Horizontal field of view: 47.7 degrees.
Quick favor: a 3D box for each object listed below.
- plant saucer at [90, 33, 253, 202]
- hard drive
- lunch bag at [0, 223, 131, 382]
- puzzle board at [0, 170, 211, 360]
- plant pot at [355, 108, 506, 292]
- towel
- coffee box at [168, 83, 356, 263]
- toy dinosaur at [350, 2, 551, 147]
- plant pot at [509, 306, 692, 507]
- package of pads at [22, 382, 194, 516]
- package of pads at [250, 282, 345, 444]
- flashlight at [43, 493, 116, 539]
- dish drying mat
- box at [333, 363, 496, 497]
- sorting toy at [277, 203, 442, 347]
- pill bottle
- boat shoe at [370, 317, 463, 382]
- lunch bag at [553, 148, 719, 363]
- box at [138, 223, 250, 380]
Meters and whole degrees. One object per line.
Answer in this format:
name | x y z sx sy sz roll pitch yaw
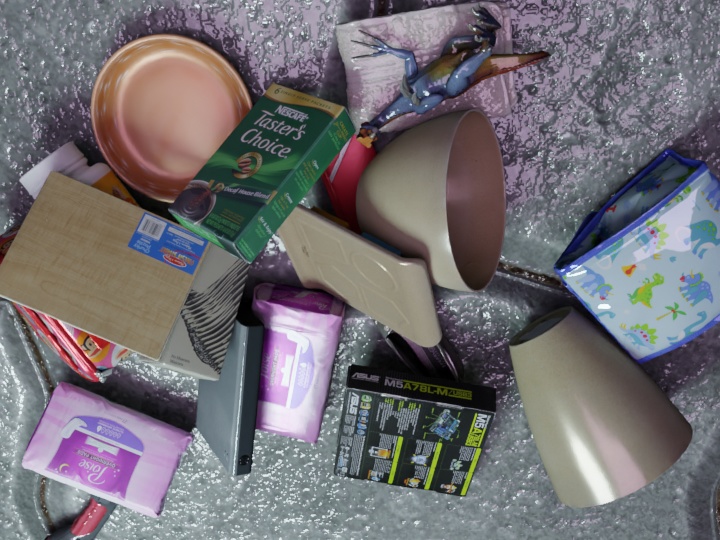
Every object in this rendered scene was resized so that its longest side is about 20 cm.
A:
plant saucer | -0.222 -0.182 0.979 0.198 0.038 0.202 1 113 4
hard drive | -0.169 0.138 1.044 0.033 0.139 0.202 -3 109 -31
lunch bag | -0.364 0.040 0.994 0.082 0.176 0.201 -41 119 -23
puzzle board | -0.287 -0.006 0.912 0.198 0.017 0.152 23 73 -4
plant pot | 0.074 -0.078 0.931 0.133 0.200 0.202 1 114 28
towel | 0.078 -0.230 0.931 0.198 0.035 0.134 -9 110 2
coffee box | -0.109 -0.114 0.907 0.201 0.122 0.044 -52 143 -15
toy dinosaur | 0.082 -0.192 0.887 0.199 0.106 0.182 23 130 -23
plant pot | 0.276 0.153 1.013 0.186 0.187 0.201 -31 93 15
package of pads | -0.339 0.244 1.106 0.198 0.076 0.121 23 75 -6
package of pads | -0.095 0.122 1.069 0.119 0.076 0.202 11 112 0
flashlight | -0.404 0.364 1.193 0.068 0.068 0.201 33 112 -7
dish drying mat | 0.005 -0.081 1.012 0.076 0.018 0.201 -19 109 10
box | 0.066 0.216 1.077 0.191 0.048 0.201 7 133 0
sorting toy | 0.000 0.000 0.944 0.199 0.037 0.186 24 155 26
pill bottle | -0.319 -0.053 0.997 0.109 0.109 0.201 -32 106 15
boat shoe | 0.069 0.084 1.044 0.067 0.057 0.200 -35 110 16
lunch bag | 0.351 -0.010 0.957 0.200 0.128 0.170 -44 103 8
box | -0.190 0.024 0.976 0.082 0.068 0.202 22 75 -37
